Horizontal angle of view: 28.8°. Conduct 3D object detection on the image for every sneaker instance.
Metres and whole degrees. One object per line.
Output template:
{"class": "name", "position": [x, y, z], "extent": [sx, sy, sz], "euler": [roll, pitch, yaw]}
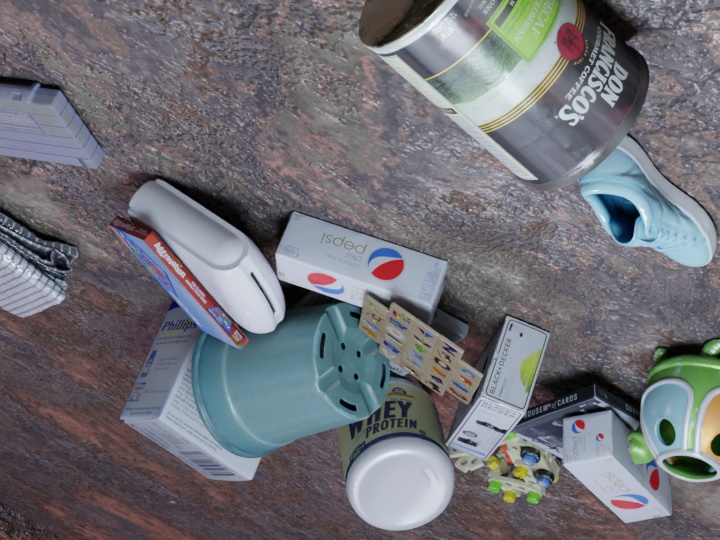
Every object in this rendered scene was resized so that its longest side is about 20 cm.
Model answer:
{"class": "sneaker", "position": [0.271, -0.047, 1.355], "extent": [0.200, 0.082, 0.074], "euler": [38, 151, -29]}

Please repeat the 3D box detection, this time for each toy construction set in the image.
{"class": "toy construction set", "position": [0.211, 0.267, 1.995], "extent": [0.130, 0.093, 0.200], "euler": [4, 160, 33]}

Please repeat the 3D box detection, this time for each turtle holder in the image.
{"class": "turtle holder", "position": [0.377, 0.169, 1.622], "extent": [0.184, 0.133, 0.141], "euler": [-1, 147, 38]}

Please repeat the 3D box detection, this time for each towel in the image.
{"class": "towel", "position": [-0.510, -0.017, 2.015], "extent": [0.165, 0.086, 0.199], "euler": [36, 152, -22]}

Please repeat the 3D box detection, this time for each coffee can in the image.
{"class": "coffee can", "position": [0.117, -0.181, 1.147], "extent": [0.199, 0.147, 0.146], "euler": [36, 150, -27]}

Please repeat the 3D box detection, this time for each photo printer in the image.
{"class": "photo printer", "position": [-0.180, -0.012, 1.717], "extent": [0.199, 0.070, 0.167], "euler": [32, 161, 30]}

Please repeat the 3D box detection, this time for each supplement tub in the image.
{"class": "supplement tub", "position": [0.043, 0.236, 1.895], "extent": [0.143, 0.201, 0.146], "euler": [-3, 120, -6]}

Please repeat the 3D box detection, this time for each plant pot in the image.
{"class": "plant pot", "position": [-0.079, 0.130, 1.804], "extent": [0.195, 0.202, 0.200], "euler": [-14, 137, 38]}

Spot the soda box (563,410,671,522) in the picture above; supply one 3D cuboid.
{"class": "soda box", "position": [0.327, 0.251, 1.775], "extent": [0.068, 0.064, 0.200], "euler": [-15, 144, 28]}

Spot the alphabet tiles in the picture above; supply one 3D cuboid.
{"class": "alphabet tiles", "position": [0.070, 0.096, 1.681], "extent": [0.166, 0.006, 0.200], "euler": [34, 162, 8]}

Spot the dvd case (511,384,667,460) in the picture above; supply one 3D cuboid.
{"class": "dvd case", "position": [0.310, 0.212, 1.812], "extent": [0.199, 0.025, 0.150], "euler": [29, 142, -33]}

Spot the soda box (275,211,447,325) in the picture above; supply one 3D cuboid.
{"class": "soda box", "position": [0.000, 0.000, 1.673], "extent": [0.198, 0.064, 0.068], "euler": [19, 154, 8]}

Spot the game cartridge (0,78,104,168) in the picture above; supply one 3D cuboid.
{"class": "game cartridge", "position": [-0.418, -0.182, 1.688], "extent": [0.198, 0.039, 0.130], "euler": [10, 147, 24]}

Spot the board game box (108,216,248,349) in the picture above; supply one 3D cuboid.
{"class": "board game box", "position": [-0.223, 0.016, 1.725], "extent": [0.103, 0.019, 0.200], "euler": [18, 152, 53]}

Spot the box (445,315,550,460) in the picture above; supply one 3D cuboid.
{"class": "box", "position": [0.171, 0.152, 1.769], "extent": [0.060, 0.117, 0.200], "euler": [21, 153, 1]}

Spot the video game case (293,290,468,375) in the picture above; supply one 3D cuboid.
{"class": "video game case", "position": [0.021, 0.066, 1.825], "extent": [0.181, 0.024, 0.200], "euler": [28, 153, -12]}

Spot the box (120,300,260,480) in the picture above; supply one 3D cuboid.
{"class": "box", "position": [-0.211, 0.167, 1.993], "extent": [0.104, 0.201, 0.184], "euler": [-8, 142, 47]}
